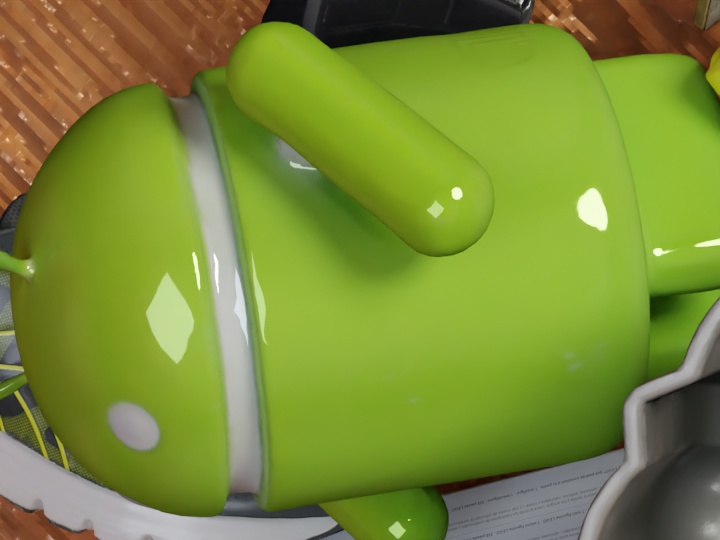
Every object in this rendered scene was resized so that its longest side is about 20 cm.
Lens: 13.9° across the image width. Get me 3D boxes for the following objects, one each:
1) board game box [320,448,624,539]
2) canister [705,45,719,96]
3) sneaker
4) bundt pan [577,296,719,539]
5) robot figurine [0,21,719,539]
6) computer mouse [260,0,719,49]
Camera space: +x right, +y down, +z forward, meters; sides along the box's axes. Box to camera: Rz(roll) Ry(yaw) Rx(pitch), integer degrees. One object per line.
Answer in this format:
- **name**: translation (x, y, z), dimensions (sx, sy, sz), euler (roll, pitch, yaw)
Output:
- **board game box**: translation (0.069, 0.111, 0.828), dimensions (0.199, 0.127, 0.035), euler (-15, 139, 18)
- **canister**: translation (0.202, -0.015, 0.757), dimensions (0.148, 0.087, 0.200), euler (-36, 91, 16)
- **sneaker**: translation (-0.085, 0.025, 0.873), dimensions (0.199, 0.074, 0.085), euler (16, 105, 12)
- **bundt pan**: translation (0.155, 0.076, 0.700), dimensions (0.201, 0.076, 0.203), euler (3, 100, 14)
- **robot figurine**: translation (0.000, 0.000, 0.770), dimensions (0.199, 0.176, 0.116), euler (-8, 59, -9)
- **computer mouse**: translation (0.035, -0.069, 0.832), dimensions (0.140, 0.046, 0.201), euler (-1, 127, -15)
